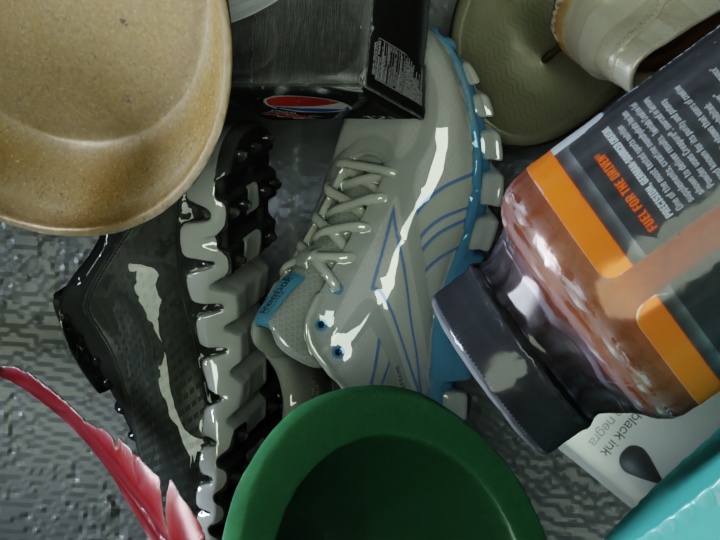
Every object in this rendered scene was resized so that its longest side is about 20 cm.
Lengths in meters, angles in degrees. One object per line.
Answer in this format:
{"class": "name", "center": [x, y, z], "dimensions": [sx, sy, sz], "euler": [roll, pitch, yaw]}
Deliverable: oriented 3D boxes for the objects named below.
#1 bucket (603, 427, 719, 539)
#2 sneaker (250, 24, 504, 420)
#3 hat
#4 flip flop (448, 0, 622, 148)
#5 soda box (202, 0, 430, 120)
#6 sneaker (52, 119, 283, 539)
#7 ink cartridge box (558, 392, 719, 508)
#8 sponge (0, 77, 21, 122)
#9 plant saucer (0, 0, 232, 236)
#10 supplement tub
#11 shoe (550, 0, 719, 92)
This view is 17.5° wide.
{"class": "bucket", "center": [0.189, 0.091, 0.792], "dimensions": [0.207, 0.207, 0.135], "euler": [-40, 86, 7]}
{"class": "sneaker", "center": [0.000, 0.000, 0.918], "dimensions": [0.086, 0.075, 0.201], "euler": [-1, 97, -38]}
{"class": "hat", "center": [-0.040, 0.134, 0.880], "dimensions": [0.165, 0.176, 0.201], "euler": [22, 62, -37]}
{"class": "flip flop", "center": [0.115, -0.129, 0.920], "dimensions": [0.200, 0.058, 0.081], "euler": [-38, 94, 6]}
{"class": "soda box", "center": [-0.010, -0.160, 0.889], "dimensions": [0.071, 0.063, 0.201], "euler": [2, 82, 20]}
{"class": "sneaker", "center": [-0.080, 0.034, 0.949], "dimensions": [0.090, 0.066, 0.201], "euler": [6, 107, 19]}
{"class": "ink cartridge box", "center": [0.168, 0.048, 0.927], "dimensions": [0.200, 0.083, 0.147], "euler": [39, 97, -3]}
{"class": "sponge", "center": [-0.169, -0.129, 0.918], "dimensions": [0.200, 0.030, 0.112], "euler": [39, 121, -1]}
{"class": "plant saucer", "center": [-0.124, -0.109, 0.858], "dimensions": [0.200, 0.035, 0.201], "euler": [17, 126, 24]}
{"class": "supplement tub", "center": [0.124, -0.020, 0.826], "dimensions": [0.200, 0.107, 0.107], "euler": [-36, 94, 6]}
{"class": "shoe", "center": [0.172, -0.097, 0.894], "dimensions": [0.199, 0.053, 0.070], "euler": [-11, 121, -19]}
